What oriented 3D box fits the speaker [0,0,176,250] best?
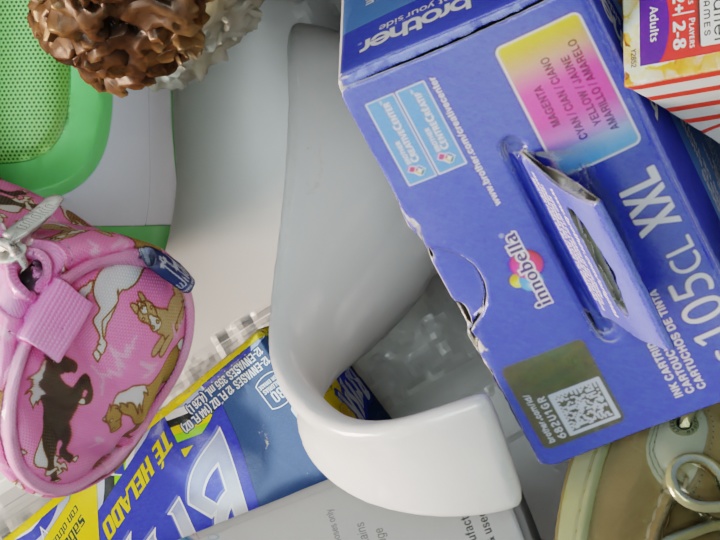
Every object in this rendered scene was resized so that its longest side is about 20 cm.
[{"bbox_3d":[-0.102,-0.100,0.938,0.088,0.088,0.202,-1,91,14],"label":"speaker"}]

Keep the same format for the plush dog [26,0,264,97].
[{"bbox_3d":[-0.048,-0.144,0.777,0.160,0.172,0.201,27,100,-28],"label":"plush dog"}]

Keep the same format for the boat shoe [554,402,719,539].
[{"bbox_3d":[0.119,0.047,0.835,0.063,0.201,0.073,-8,122,42],"label":"boat shoe"}]

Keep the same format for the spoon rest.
[{"bbox_3d":[0.000,0.000,0.864,0.060,0.201,0.100,-17,125,3],"label":"spoon rest"}]

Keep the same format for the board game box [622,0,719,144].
[{"bbox_3d":[0.122,-0.129,0.808,0.046,0.151,0.202,-9,73,29],"label":"board game box"}]

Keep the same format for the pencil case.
[{"bbox_3d":[-0.141,-0.013,0.866,0.199,0.083,0.087,32,113,32],"label":"pencil case"}]

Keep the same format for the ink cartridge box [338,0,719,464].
[{"bbox_3d":[0.054,-0.043,0.820,0.076,0.200,0.137,-21,119,15],"label":"ink cartridge box"}]

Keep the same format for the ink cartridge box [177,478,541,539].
[{"bbox_3d":[-0.025,0.152,0.868,0.199,0.088,0.146,-20,131,3],"label":"ink cartridge box"}]

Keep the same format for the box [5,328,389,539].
[{"bbox_3d":[-0.079,0.101,0.935,0.200,0.070,0.064,-40,85,12],"label":"box"}]
